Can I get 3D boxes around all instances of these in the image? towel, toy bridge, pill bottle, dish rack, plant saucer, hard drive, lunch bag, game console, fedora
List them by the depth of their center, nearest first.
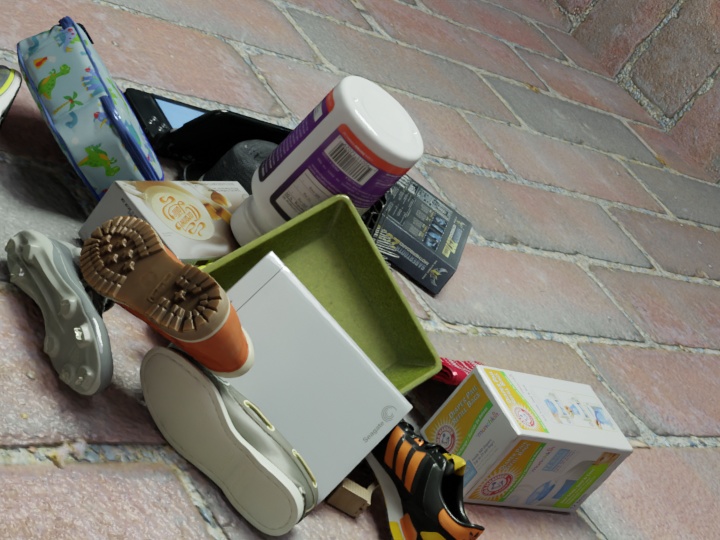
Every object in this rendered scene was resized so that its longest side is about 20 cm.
[{"bbox_3d":[-0.064,0.100,1.301,0.200,0.132,0.027,48,-17,-5],"label":"hard drive"},{"bbox_3d":[-0.054,0.059,1.349,0.200,0.199,0.048,60,-18,0],"label":"plant saucer"},{"bbox_3d":[0.001,0.176,1.403,0.067,0.027,0.200,33,24,-17],"label":"toy bridge"},{"bbox_3d":[-0.040,-0.092,1.417,0.111,0.200,0.112,35,29,-23],"label":"pill bottle"},{"bbox_3d":[-0.282,-0.158,1.477,0.200,0.082,0.161,58,-6,38],"label":"lunch bag"},{"bbox_3d":[0.000,0.000,1.489,0.054,0.201,0.153,19,12,-12],"label":"dish rack"},{"bbox_3d":[0.122,0.117,1.602,0.199,0.023,0.144,14,1,-43],"label":"towel"},{"bbox_3d":[-0.107,-0.089,1.646,0.200,0.092,0.201,31,25,-16],"label":"fedora"},{"bbox_3d":[-0.162,-0.184,1.715,0.199,0.117,0.176,13,34,-45],"label":"game console"}]

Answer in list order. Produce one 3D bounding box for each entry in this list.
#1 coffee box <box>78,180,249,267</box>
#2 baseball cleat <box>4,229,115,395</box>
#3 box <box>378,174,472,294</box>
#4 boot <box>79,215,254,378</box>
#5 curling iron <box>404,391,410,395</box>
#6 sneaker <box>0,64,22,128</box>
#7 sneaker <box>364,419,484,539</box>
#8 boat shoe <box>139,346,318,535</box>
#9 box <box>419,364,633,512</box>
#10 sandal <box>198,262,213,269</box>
[{"bbox_3d":[-0.177,-0.029,1.455,0.114,0.080,0.200,50,26,21],"label":"coffee box"},{"bbox_3d":[-0.247,0.034,1.260,0.106,0.070,0.200,10,37,-46],"label":"baseball cleat"},{"bbox_3d":[0.068,-0.062,1.900,0.157,0.051,0.200,36,23,-4],"label":"box"},{"bbox_3d":[-0.172,0.027,1.241,0.200,0.075,0.107,35,-13,39],"label":"boot"},{"bbox_3d":[-0.021,0.115,1.411,0.199,0.050,0.026,-7,35,-32],"label":"curling iron"},{"bbox_3d":[-0.399,-0.167,1.409,0.081,0.074,0.200,28,23,-12],"label":"sneaker"},{"bbox_3d":[0.060,0.186,1.338,0.070,0.090,0.201,25,37,-50],"label":"sneaker"},{"bbox_3d":[-0.116,0.145,1.241,0.202,0.072,0.060,47,26,10],"label":"boat shoe"},{"bbox_3d":[0.182,0.187,1.532,0.199,0.113,0.102,14,34,-42],"label":"box"},{"bbox_3d":[-0.119,0.045,1.415,0.200,0.080,0.087,1,46,-52],"label":"sandal"}]
